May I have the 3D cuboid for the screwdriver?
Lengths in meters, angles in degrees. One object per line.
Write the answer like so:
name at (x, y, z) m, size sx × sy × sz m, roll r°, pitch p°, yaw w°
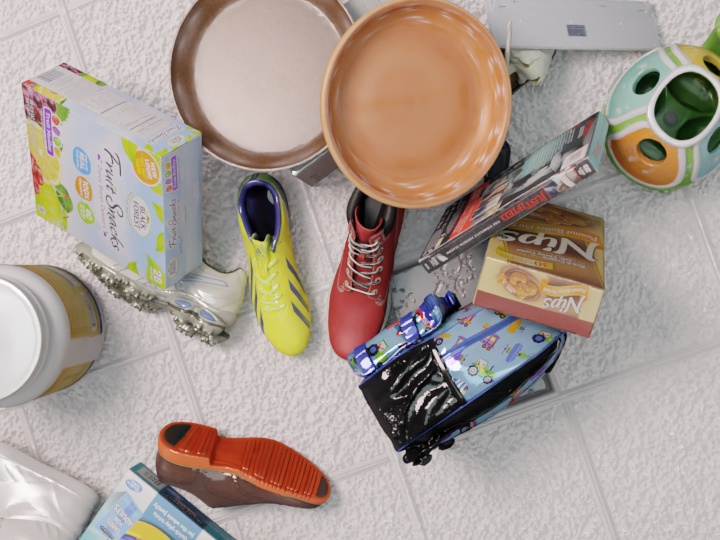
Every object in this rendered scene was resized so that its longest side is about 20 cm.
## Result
screwdriver at (0.146, -0.162, 1.107) m, size 0.027 × 0.202 × 0.029 m, roll 1°, pitch 45°, yaw 1°

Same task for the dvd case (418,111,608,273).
dvd case at (0.154, -0.079, 1.073) m, size 0.199 × 0.146 × 0.022 m, roll -34°, pitch 101°, yaw 27°

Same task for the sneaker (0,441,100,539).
sneaker at (-0.401, 0.259, 1.182) m, size 0.198 × 0.074 × 0.116 m, roll 22°, pitch 56°, yaw 6°

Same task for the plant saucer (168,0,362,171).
plant saucer at (-0.092, -0.199, 1.077) m, size 0.197 × 0.032 × 0.204 m, roll 0°, pitch 88°, yaw 7°

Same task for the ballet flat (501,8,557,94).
ballet flat at (0.157, -0.206, 1.145) m, size 0.200 × 0.069 × 0.068 m, roll -46°, pitch 130°, yaw 9°

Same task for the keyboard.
keyboard at (0.224, -0.258, 1.126) m, size 0.197 × 0.011 × 0.057 m, roll -3°, pitch 80°, yaw -17°

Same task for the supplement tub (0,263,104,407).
supplement tub at (-0.362, 0.066, 1.133) m, size 0.142 × 0.200 × 0.147 m, roll 0°, pitch 90°, yaw 2°

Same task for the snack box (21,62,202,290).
snack box at (-0.258, -0.099, 1.125) m, size 0.198 × 0.068 × 0.170 m, roll 26°, pitch 133°, yaw 23°

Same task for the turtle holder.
turtle holder at (0.337, -0.167, 1.094) m, size 0.184 × 0.132 × 0.142 m, roll -27°, pitch 86°, yaw 6°

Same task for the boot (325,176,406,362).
boot at (0.000, 0.000, 1.125) m, size 0.071 × 0.144 × 0.203 m, roll 13°, pitch 91°, yaw 6°

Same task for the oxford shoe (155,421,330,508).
oxford shoe at (-0.130, 0.228, 1.187) m, size 0.197 × 0.071 × 0.073 m, roll 18°, pitch 120°, yaw 3°

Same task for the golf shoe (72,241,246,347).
golf shoe at (-0.219, 0.002, 1.198) m, size 0.198 × 0.078 × 0.098 m, roll 27°, pitch 72°, yaw 3°

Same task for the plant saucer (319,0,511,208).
plant saucer at (0.052, -0.163, 1.051) m, size 0.197 × 0.037 × 0.204 m, roll -4°, pitch 102°, yaw -17°

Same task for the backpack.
backpack at (0.106, 0.087, 1.091) m, size 0.199 × 0.182 × 0.135 m, roll -36°, pitch 79°, yaw 11°

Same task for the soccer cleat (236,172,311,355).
soccer cleat at (-0.099, -0.005, 1.166) m, size 0.064 × 0.084 × 0.203 m, roll -11°, pitch 89°, yaw 6°

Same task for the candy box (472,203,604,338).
candy box at (0.183, -0.011, 1.075) m, size 0.114 × 0.200 × 0.056 m, roll 15°, pitch 114°, yaw 6°

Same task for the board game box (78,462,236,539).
board game box at (-0.251, 0.344, 1.199) m, size 0.150 × 0.047 × 0.201 m, roll 36°, pitch 93°, yaw 6°

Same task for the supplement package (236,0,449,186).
supplement package at (-0.013, -0.198, 1.142) m, size 0.199 × 0.117 × 0.118 m, roll -35°, pitch 86°, yaw 5°
